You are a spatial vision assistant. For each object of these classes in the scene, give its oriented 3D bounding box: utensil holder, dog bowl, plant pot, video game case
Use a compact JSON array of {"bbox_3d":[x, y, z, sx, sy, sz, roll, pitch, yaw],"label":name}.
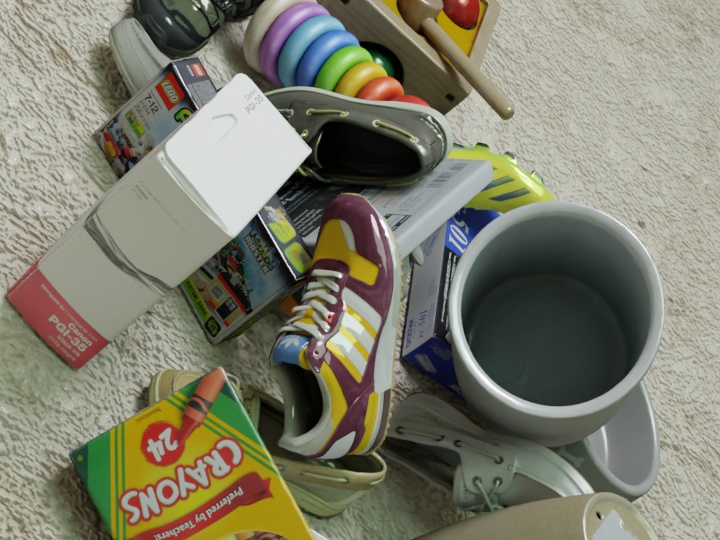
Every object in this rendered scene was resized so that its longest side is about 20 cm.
[{"bbox_3d":[0.155,0.052,1.728,0.171,0.169,0.200,63,-3,13],"label":"utensil holder"},{"bbox_3d":[0.201,0.124,1.902,0.200,0.058,0.201,38,41,-42],"label":"dog bowl"},{"bbox_3d":[0.134,0.255,1.642,0.187,0.200,0.188,27,44,-30],"label":"plant pot"},{"bbox_3d":[-0.011,-0.053,1.768,0.200,0.180,0.024,-41,129,-53],"label":"video game case"}]

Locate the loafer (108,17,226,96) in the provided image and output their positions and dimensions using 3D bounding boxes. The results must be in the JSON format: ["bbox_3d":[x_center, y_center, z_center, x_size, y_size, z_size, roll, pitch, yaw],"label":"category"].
[{"bbox_3d":[-0.135,-0.133,1.747,0.201,0.070,0.070,53,9,14],"label":"loafer"}]

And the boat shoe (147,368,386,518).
[{"bbox_3d":[-0.072,0.124,1.636,0.200,0.063,0.074,34,41,-25],"label":"boat shoe"}]

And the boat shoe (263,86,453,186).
[{"bbox_3d":[-0.026,-0.108,1.781,0.060,0.200,0.073,-52,142,-58],"label":"boat shoe"}]

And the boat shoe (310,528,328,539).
[{"bbox_3d":[-0.046,0.227,1.554,0.199,0.072,0.068,31,75,12],"label":"boat shoe"}]

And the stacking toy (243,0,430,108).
[{"bbox_3d":[-0.009,-0.164,1.855,0.200,0.086,0.085,39,29,28],"label":"stacking toy"}]

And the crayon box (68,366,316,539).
[{"bbox_3d":[-0.103,0.186,1.501,0.201,0.126,0.051,60,-5,9],"label":"crayon box"}]

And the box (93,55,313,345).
[{"bbox_3d":[-0.123,-0.055,1.686,0.035,0.110,0.201,-19,76,-52],"label":"box"}]

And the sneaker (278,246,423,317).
[{"bbox_3d":[0.000,0.000,1.811,0.092,0.075,0.200,56,39,-8],"label":"sneaker"}]

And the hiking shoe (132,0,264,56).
[{"bbox_3d":[-0.122,-0.254,1.853,0.076,0.101,0.200,48,35,-1],"label":"hiking shoe"}]

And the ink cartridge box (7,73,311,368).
[{"bbox_3d":[-0.148,-0.036,1.567,0.083,0.200,0.147,47,37,-7],"label":"ink cartridge box"}]

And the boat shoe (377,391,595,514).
[{"bbox_3d":[0.098,0.170,1.731,0.199,0.071,0.069,23,42,30],"label":"boat shoe"}]

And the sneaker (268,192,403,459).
[{"bbox_3d":[-0.023,0.041,1.605,0.090,0.075,0.202,2,85,-43],"label":"sneaker"}]

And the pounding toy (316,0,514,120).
[{"bbox_3d":[0.049,-0.220,1.979,0.184,0.142,0.201,40,38,-16],"label":"pounding toy"}]

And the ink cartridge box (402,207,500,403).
[{"bbox_3d":[0.093,0.019,1.917,0.094,0.044,0.201,36,39,-24],"label":"ink cartridge box"}]

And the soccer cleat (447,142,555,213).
[{"bbox_3d":[0.077,-0.081,1.920,0.199,0.065,0.084,24,75,4],"label":"soccer cleat"}]
